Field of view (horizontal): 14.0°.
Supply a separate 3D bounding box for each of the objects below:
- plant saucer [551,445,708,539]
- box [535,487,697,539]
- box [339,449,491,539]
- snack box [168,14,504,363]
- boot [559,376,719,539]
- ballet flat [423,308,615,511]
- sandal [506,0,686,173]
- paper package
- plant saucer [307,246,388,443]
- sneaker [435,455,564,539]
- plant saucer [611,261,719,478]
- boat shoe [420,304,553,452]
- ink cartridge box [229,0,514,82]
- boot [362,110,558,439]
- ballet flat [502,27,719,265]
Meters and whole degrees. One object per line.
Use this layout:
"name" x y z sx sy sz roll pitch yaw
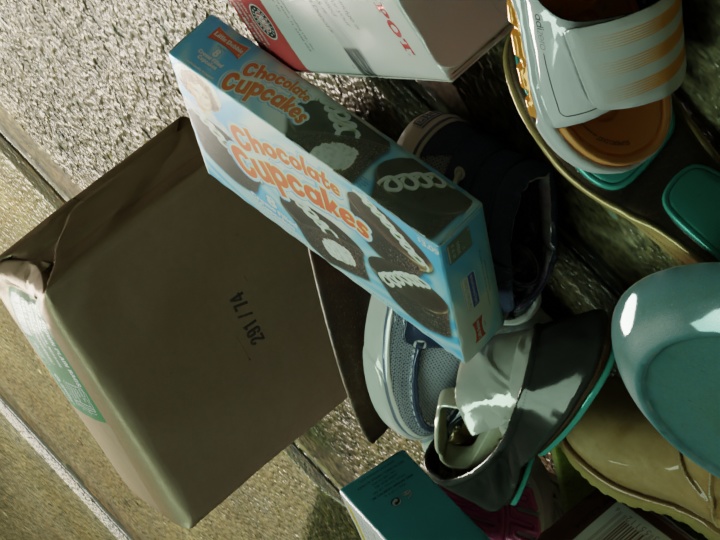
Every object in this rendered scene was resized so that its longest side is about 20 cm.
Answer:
"plant saucer" 0.207 0.191 1.722 0.200 0.048 0.200 38 157 33
"box" 0.170 0.222 1.675 0.100 0.075 0.200 36 155 39
"box" 0.064 0.192 1.704 0.200 0.049 0.083 44 161 48
"snack box" -0.012 -0.044 1.559 0.200 0.037 0.116 36 159 28
"boot" 0.175 0.062 1.536 0.175 0.066 0.200 27 154 23
"ballet flat" 0.079 0.077 1.595 0.068 0.068 0.200 17 147 -7
"sandal" 0.104 -0.128 1.308 0.059 0.079 0.207 16 137 47
"paper package" -0.110 0.031 1.910 0.103 0.190 0.200 16 141 58
"plant saucer" 0.000 0.000 1.728 0.200 0.036 0.201 -14 -90 -84
"sneaker" 0.090 0.152 1.844 0.081 0.088 0.200 26 151 12
"plant saucer" 0.209 0.066 1.396 0.199 0.027 0.200 20 152 11
"boat shoe" 0.072 0.056 1.758 0.072 0.070 0.201 57 158 9
"ink cartridge box" -0.009 -0.177 1.461 0.147 0.083 0.200 57 161 -21
"boot" 0.058 0.018 1.620 0.090 0.073 0.201 29 129 40
"ballet flat" 0.142 -0.041 1.407 0.200 0.069 0.063 46 168 14
